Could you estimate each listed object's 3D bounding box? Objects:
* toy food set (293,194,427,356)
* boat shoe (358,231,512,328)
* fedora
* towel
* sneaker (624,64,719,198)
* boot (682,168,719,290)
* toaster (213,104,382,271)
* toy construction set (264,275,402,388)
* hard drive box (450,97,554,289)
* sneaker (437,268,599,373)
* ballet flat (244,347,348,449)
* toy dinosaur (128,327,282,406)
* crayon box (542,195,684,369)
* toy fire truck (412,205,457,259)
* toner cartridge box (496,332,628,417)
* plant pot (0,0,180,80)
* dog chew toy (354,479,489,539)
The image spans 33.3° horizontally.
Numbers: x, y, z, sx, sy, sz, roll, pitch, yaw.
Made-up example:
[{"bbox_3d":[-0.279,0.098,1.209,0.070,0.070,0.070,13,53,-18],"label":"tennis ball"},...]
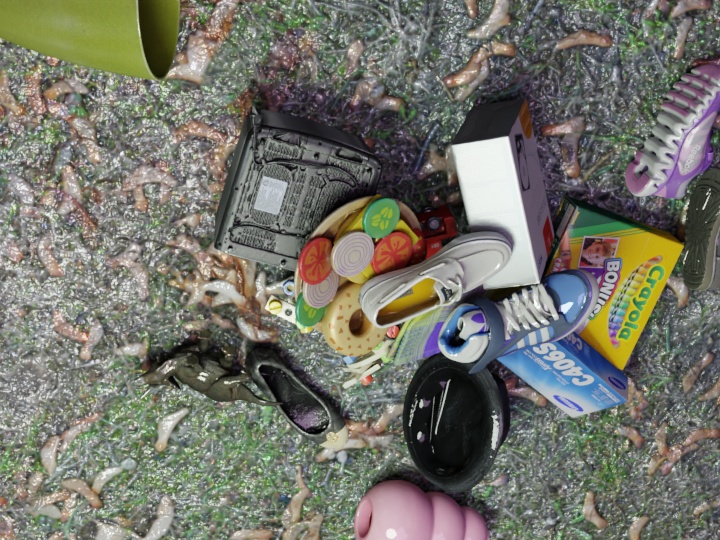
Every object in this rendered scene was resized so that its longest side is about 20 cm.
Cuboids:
[{"bbox_3d":[0.000,0.000,1.502,0.200,0.049,0.198,-49,133,-3],"label":"toy food set"},{"bbox_3d":[0.098,0.017,1.465,0.200,0.070,0.071,-20,122,-4],"label":"boat shoe"},{"bbox_3d":[0.150,0.207,1.685,0.092,0.201,0.201,-2,115,-44],"label":"fedora"},{"bbox_3d":[0.139,0.062,1.606,0.200,0.023,0.144,-11,144,-34],"label":"towel"},{"bbox_3d":[0.441,-0.179,1.615,0.088,0.081,0.200,20,111,-22],"label":"sneaker"},{"bbox_3d":[0.544,-0.045,1.662,0.200,0.073,0.182,3,104,-22],"label":"boot"},{"bbox_3d":[-0.082,-0.104,1.531,0.181,0.119,0.200,13,108,-14],"label":"toaster"},{"bbox_3d":[-0.023,0.076,1.614,0.131,0.092,0.200,-36,117,2],"label":"toy construction set"},{"bbox_3d":[0.186,-0.101,1.548,0.077,0.156,0.200,-7,114,20],"label":"hard drive box"},{"bbox_3d":[0.191,0.061,1.523,0.200,0.146,0.081,-31,72,32],"label":"sneaker"},{"bbox_3d":[-0.090,0.185,1.670,0.066,0.057,0.200,-42,111,7],"label":"ballet flat"},{"bbox_3d":[-0.202,0.139,1.624,0.200,0.077,0.102,16,144,-16],"label":"toy dinosaur"},{"bbox_3d":[0.326,0.019,1.674,0.172,0.058,0.200,18,107,-15],"label":"crayon box"},{"bbox_3d":[0.089,-0.012,1.630,0.200,0.049,0.141,-14,113,-3],"label":"toy fire truck"},{"bbox_3d":[0.280,0.134,1.668,0.095,0.043,0.200,-22,136,36],"label":"toner cartridge box"},{"bbox_3d":[-0.329,-0.317,1.397,0.200,0.187,0.187,3,110,6],"label":"plant pot"},{"bbox_3d":[0.094,0.373,1.741,0.200,0.125,0.125,13,108,-22],"label":"dog chew toy"}]
